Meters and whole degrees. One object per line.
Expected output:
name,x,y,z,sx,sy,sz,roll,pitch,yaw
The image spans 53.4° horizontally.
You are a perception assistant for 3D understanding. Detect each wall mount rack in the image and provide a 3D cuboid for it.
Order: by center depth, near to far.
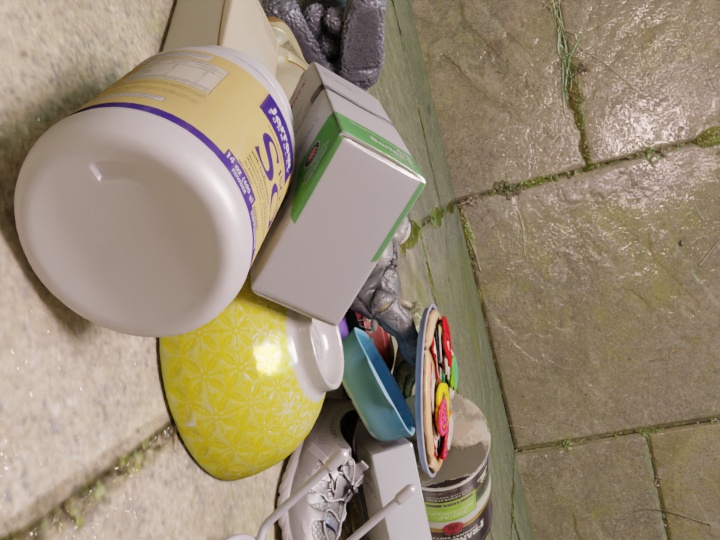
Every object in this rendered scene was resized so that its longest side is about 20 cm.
wall mount rack,-0.033,0.245,0.597,0.200,0.073,0.177,41,60,-47

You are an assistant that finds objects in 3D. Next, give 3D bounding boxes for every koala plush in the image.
koala plush,-0.042,-0.362,1.024,0.185,0.173,0.203,76,10,-53

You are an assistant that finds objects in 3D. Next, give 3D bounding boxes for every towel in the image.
towel,0.063,0.160,1.055,0.149,0.036,0.203,-74,173,-54

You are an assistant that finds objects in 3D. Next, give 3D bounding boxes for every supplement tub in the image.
supplement tub,-0.123,-0.067,0.492,0.201,0.143,0.147,-77,150,-58

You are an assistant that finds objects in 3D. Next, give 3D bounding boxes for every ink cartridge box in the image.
ink cartridge box,-0.032,-0.076,0.622,0.083,0.147,0.201,23,24,-22

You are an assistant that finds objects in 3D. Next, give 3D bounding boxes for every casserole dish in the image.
casserole dish,0.014,0.125,0.763,0.123,0.038,0.200,61,1,9

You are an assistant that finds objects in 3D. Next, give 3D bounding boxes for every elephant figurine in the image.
elephant figurine,0.000,0.000,0.825,0.201,0.139,0.158,58,39,-59

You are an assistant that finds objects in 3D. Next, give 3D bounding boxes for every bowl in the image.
bowl,-0.077,0.074,0.626,0.200,0.106,0.204,-12,90,-75

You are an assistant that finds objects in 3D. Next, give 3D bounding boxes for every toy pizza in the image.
toy pizza,0.095,0.142,0.854,0.200,0.031,0.205,-1,90,-77

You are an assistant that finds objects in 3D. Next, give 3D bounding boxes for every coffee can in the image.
coffee can,0.110,0.286,0.996,0.148,0.143,0.202,-87,169,-46

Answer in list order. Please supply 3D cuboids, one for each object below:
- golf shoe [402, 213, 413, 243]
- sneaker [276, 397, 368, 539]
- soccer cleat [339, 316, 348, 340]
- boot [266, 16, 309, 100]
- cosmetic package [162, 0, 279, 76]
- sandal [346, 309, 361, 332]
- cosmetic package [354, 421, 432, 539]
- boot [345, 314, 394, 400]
golf shoe,0.021,-0.067,1.073,0.200,0.076,0.090,41,58,-63
sneaker,-0.032,0.212,0.721,0.075,0.080,0.203,60,23,-48
soccer cleat,-0.043,0.101,0.801,0.077,0.066,0.201,59,17,-22
boot,-0.078,-0.193,0.898,0.200,0.071,0.158,52,29,-55
cosmetic package,-0.135,-0.190,0.691,0.104,0.072,0.203,60,22,-48
sandal,-0.028,-0.002,0.922,0.075,0.047,0.204,171,-100,-75
cosmetic package,0.030,0.263,0.823,0.200,0.051,0.154,157,-80,-79
boot,0.000,0.091,0.972,0.145,0.071,0.203,-69,147,-62
